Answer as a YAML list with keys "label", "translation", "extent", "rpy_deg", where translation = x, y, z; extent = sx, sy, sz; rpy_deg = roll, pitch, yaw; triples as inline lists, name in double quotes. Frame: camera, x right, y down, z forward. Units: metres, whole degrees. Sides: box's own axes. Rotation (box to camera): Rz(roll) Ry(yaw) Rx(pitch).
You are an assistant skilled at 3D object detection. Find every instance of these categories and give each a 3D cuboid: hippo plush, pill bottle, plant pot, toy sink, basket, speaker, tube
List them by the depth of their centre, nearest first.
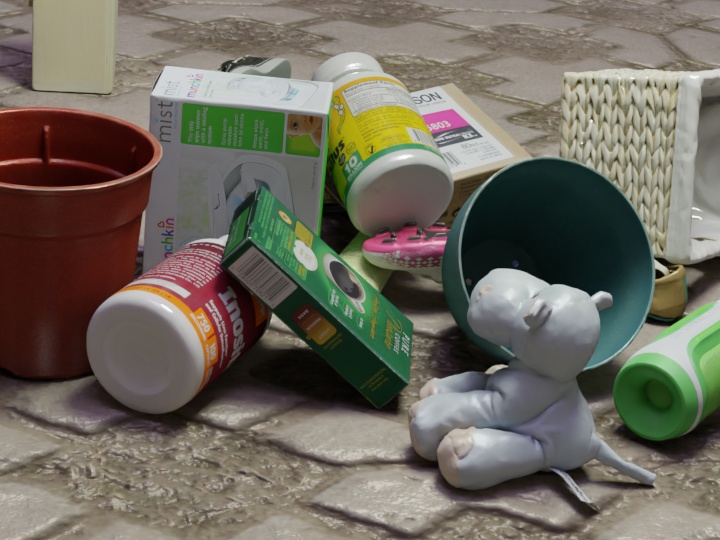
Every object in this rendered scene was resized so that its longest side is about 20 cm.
- label: "hippo plush"
  translation: [0.132, 0.089, 1.436]
  extent: [0.159, 0.161, 0.200]
  rpy_deg: [-16, 32, -40]
- label: "pill bottle"
  translation: [-0.148, 0.039, 1.543]
  extent: [0.113, 0.113, 0.200]
  rpy_deg: [15, 27, 19]
- label: "plant pot"
  translation: [-0.282, -0.021, 1.546]
  extent: [0.201, 0.195, 0.201]
  rpy_deg: [5, 24, -2]
- label: "speaker"
  translation: [0.311, 0.086, 1.571]
  extent: [0.088, 0.088, 0.200]
  rpy_deg: [22, 30, 32]
- label: "plant pot"
  translation: [0.157, 0.006, 1.628]
  extent: [0.200, 0.200, 0.135]
  rpy_deg: [-5, -9, -21]
- label: "tube"
  translation: [0.000, 0.000, 1.745]
  extent: [0.058, 0.052, 0.200]
  rpy_deg: [-29, 13, 29]
- label: "pill bottle"
  translation: [0.013, -0.135, 1.787]
  extent: [0.113, 0.113, 0.200]
  rpy_deg: [-4, 45, -20]
- label: "basket"
  translation: [0.318, -0.117, 1.842]
  extent: [0.161, 0.200, 0.198]
  rpy_deg: [6, 10, 31]
- label: "toy sink"
  translation: [-0.370, -0.344, 2.224]
  extent: [0.112, 0.200, 0.130]
  rpy_deg: [3, 26, -7]

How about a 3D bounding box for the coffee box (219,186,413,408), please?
- label: "coffee box"
  translation: [-0.036, 0.024, 1.550]
  extent: [0.200, 0.044, 0.123]
  rpy_deg: [42, 20, -16]

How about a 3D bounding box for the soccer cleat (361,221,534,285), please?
- label: "soccer cleat"
  translation: [0.102, -0.005, 1.726]
  extent: [0.200, 0.086, 0.070]
  rpy_deg: [-5, 16, -11]

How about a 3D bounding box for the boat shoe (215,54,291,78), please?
- label: "boat shoe"
  translation: [-0.153, -0.234, 2.194]
  extent: [0.064, 0.071, 0.200]
  rpy_deg: [14, 18, 16]

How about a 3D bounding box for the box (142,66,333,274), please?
- label: "box"
  translation: [-0.123, -0.090, 1.726]
  extent: [0.176, 0.200, 0.097]
  rpy_deg: [6, 25, -1]

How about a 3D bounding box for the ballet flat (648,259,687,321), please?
- label: "ballet flat"
  translation: [0.241, -0.003, 1.776]
  extent: [0.200, 0.063, 0.069]
  rpy_deg: [14, 28, 18]

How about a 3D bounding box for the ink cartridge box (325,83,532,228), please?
- label: "ink cartridge box"
  translation: [0.065, -0.121, 1.926]
  extent: [0.200, 0.075, 0.165]
  rpy_deg: [-17, 48, -30]

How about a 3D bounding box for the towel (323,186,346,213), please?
- label: "towel"
  translation: [-0.017, -0.130, 1.995]
  extent: [0.144, 0.023, 0.200]
  rpy_deg: [-4, 40, -18]
